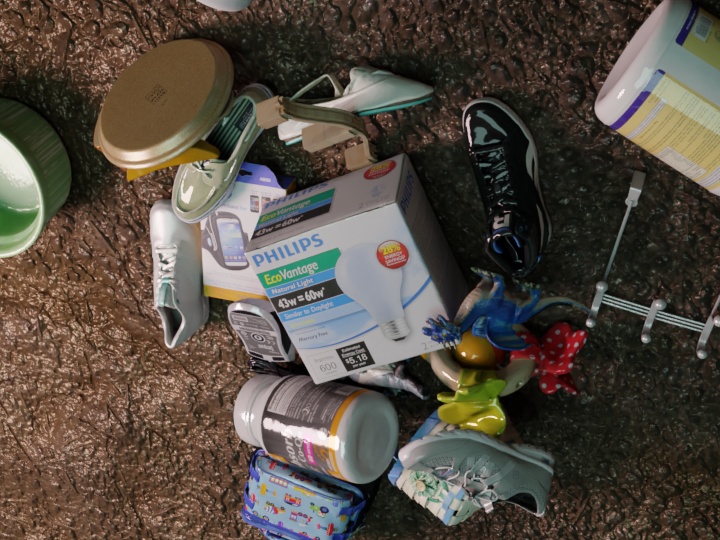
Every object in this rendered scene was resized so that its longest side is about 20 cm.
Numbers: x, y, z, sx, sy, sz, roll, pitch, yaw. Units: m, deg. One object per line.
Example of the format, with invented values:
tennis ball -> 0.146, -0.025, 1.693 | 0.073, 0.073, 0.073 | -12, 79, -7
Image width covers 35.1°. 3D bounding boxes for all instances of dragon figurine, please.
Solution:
dragon figurine -> 0.163, 0.056, 1.295 | 0.199, 0.059, 0.100 | 14, 93, -27

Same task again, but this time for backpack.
backpack -> -0.078, 0.321, 1.582 | 0.182, 0.135, 0.200 | 23, 127, 6

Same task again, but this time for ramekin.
ramekin -> -0.476, -0.126, 1.479 | 0.199, 0.098, 0.201 | 9, 122, 15

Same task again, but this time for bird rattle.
bird rattle -> 0.163, 0.103, 1.361 | 0.163, 0.200, 0.113 | 43, 159, 35

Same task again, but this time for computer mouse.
computer mouse -> -0.115, 0.090, 1.485 | 0.109, 0.044, 0.200 | 11, 146, 20

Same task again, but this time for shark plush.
shark plush -> 0.036, 0.126, 1.426 | 0.200, 0.091, 0.083 | -5, 127, 53

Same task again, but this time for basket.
basket -> 0.102, 0.205, 1.457 | 0.200, 0.139, 0.177 | 49, 130, 30

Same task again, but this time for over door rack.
over door rack -> 0.348, 0.002, 1.283 | 0.147, 0.067, 0.201 | 17, 123, 9

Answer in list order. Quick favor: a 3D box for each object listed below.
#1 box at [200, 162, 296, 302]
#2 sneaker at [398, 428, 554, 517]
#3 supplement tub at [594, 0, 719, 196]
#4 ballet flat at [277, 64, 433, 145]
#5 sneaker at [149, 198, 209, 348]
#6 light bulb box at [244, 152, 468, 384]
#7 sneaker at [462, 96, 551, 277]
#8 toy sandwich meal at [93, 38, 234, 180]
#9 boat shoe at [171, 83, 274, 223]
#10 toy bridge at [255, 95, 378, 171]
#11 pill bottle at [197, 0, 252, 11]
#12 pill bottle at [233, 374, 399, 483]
box -> -0.142, -0.051, 1.442 | 0.119, 0.042, 0.201 | 10, 119, 13
sneaker -> 0.139, 0.235, 1.307 | 0.199, 0.082, 0.075 | 12, 151, -19
supplement tub -> 0.353, -0.164, 1.136 | 0.200, 0.146, 0.146 | 33, 124, -1
ballet flat -> -0.015, -0.198, 1.300 | 0.199, 0.069, 0.070 | -14, 114, 27
sneaker -> -0.242, 0.008, 1.481 | 0.075, 0.089, 0.201 | 4, 120, 19
light bulb box -> 0.000, 0.000, 1.348 | 0.198, 0.125, 0.200 | -18, 117, 18
sneaker -> 0.162, -0.087, 1.268 | 0.073, 0.112, 0.200 | -15, 113, 25
toy sandwich meal -> -0.224, -0.183, 1.329 | 0.204, 0.206, 0.070 | -11, 145, 24
boat shoe -> -0.173, -0.139, 1.353 | 0.072, 0.062, 0.200 | 37, 112, 7
toy bridge -> -0.034, -0.155, 1.264 | 0.067, 0.200, 0.027 | -16, 71, 28
pill bottle -> -0.121, -0.382, 1.196 | 0.111, 0.111, 0.200 | 35, 125, -3
pill bottle -> -0.059, 0.195, 1.445 | 0.199, 0.116, 0.117 | 7, 123, 39
